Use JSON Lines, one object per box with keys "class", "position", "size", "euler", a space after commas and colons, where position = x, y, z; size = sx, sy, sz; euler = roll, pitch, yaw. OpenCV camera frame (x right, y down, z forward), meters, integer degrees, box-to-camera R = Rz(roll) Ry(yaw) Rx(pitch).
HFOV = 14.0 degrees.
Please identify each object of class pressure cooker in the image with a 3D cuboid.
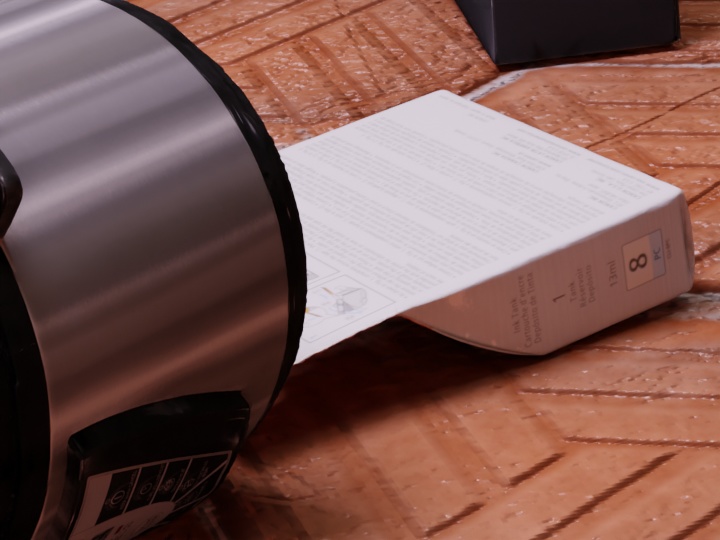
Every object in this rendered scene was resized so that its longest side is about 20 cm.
{"class": "pressure cooker", "position": [-0.138, 0.015, 0.919], "size": [0.178, 0.177, 0.200], "euler": [9, 23, 37]}

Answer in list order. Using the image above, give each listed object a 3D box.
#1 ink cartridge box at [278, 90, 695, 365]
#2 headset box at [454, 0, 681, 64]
{"class": "ink cartridge box", "position": [0.000, 0.000, 1.103], "size": [0.200, 0.047, 0.160], "euler": [-24, 29, -26]}
{"class": "headset box", "position": [0.086, -0.210, 1.397], "size": [0.092, 0.175, 0.200], "euler": [-7, 22, -6]}
